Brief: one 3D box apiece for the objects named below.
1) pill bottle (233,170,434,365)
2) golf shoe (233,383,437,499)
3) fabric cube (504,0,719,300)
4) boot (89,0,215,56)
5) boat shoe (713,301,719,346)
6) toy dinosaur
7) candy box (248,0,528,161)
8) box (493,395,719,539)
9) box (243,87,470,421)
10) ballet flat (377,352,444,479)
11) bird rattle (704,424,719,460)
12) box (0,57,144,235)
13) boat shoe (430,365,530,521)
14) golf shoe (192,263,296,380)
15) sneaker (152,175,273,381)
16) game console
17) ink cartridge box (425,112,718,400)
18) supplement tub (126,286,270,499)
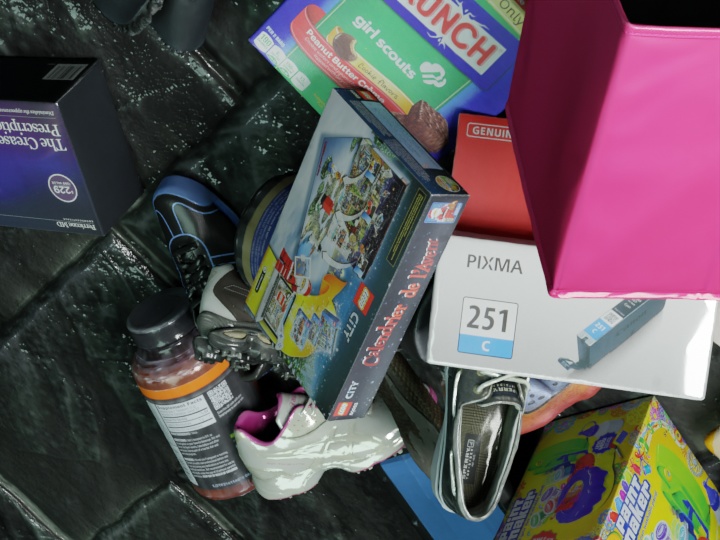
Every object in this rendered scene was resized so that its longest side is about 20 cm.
[{"bbox_3d":[0.000,0.000,1.163,0.199,0.112,0.113,25,139,37],"label":"pill bottle"},{"bbox_3d":[-0.027,0.142,1.330,0.198,0.076,0.092,-25,117,14],"label":"golf shoe"},{"bbox_3d":[0.210,-0.118,0.874,0.197,0.197,0.201,0,133,-8],"label":"fabric cube"},{"bbox_3d":[-0.185,-0.273,1.108,0.199,0.077,0.169,31,132,-4],"label":"boot"},{"bbox_3d":[0.260,-0.003,1.077,0.200,0.092,0.075,47,123,32],"label":"boat shoe"},{"bbox_3d":[0.163,0.090,1.161,0.179,0.105,0.203,3,90,18],"label":"toy dinosaur"},{"bbox_3d":[0.042,-0.177,1.054,0.169,0.077,0.200,45,133,-9],"label":"candy box"},{"bbox_3d":[0.220,0.253,1.219,0.121,0.201,0.193,-21,115,40],"label":"box"},{"bbox_3d":[-0.009,-0.011,1.052,0.137,0.037,0.201,50,127,38],"label":"box"},{"bbox_3d":[0.046,0.113,1.235,0.200,0.046,0.068,51,145,12],"label":"ballet flat"},{"bbox_3d":[0.359,0.152,1.131,0.163,0.112,0.200,46,134,12],"label":"bird rattle"},{"bbox_3d":[-0.315,-0.116,1.319,0.198,0.079,0.142,5,131,27],"label":"box"},{"bbox_3d":[0.100,0.090,1.079,0.071,0.071,0.203,3,98,-19],"label":"boat shoe"},{"bbox_3d":[-0.059,0.047,1.280,0.077,0.096,0.199,-14,158,40],"label":"golf shoe"},{"bbox_3d":[-0.131,0.010,1.311,0.070,0.078,0.201,-20,114,40],"label":"sneaker"},{"bbox_3d":[0.108,0.243,1.336,0.116,0.176,0.201,-34,110,4],"label":"game console"},{"bbox_3d":[0.153,-0.011,1.011,0.197,0.045,0.178,7,97,7],"label":"ink cartridge box"},{"bbox_3d":[-0.153,0.116,1.394,0.106,0.107,0.201,-4,123,33],"label":"supplement tub"}]
